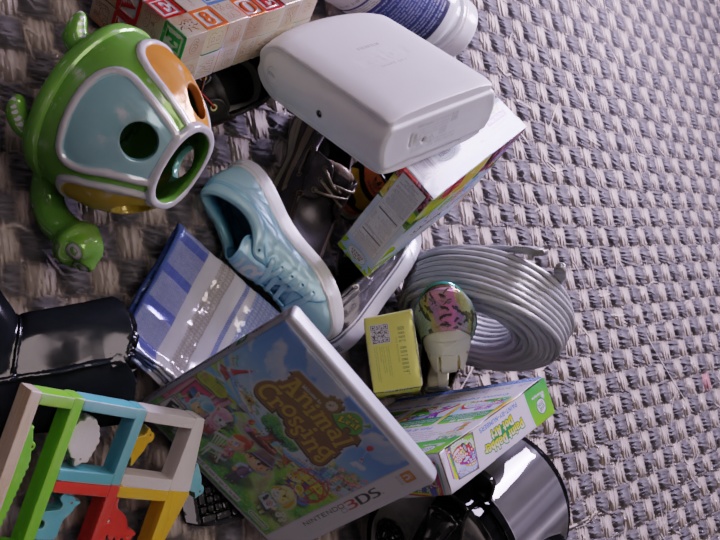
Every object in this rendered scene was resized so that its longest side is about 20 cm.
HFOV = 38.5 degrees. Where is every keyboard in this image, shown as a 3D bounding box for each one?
[{"bbox_3d":[-0.128,0.131,0.968,0.126,0.020,0.202,-5,82,-48],"label":"keyboard"}]

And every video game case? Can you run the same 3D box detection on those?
[{"bbox_3d":[-0.063,0.146,0.892,0.200,0.181,0.022,50,27,-18],"label":"video game case"}]

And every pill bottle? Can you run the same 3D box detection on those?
[{"bbox_3d":[0.048,-0.333,1.239,0.199,0.110,0.112,23,62,-41],"label":"pill bottle"}]

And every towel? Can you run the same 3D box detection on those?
[{"bbox_3d":[-0.127,0.071,0.958,0.200,0.024,0.148,45,48,-27],"label":"towel"}]

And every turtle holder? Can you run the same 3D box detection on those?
[{"bbox_3d":[-0.206,-0.104,0.845,0.131,0.141,0.186,35,70,14],"label":"turtle holder"}]

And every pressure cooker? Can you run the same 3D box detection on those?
[{"bbox_3d":[0.103,0.272,1.058,0.199,0.177,0.178,-22,94,-52],"label":"pressure cooker"}]

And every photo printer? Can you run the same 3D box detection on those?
[{"bbox_3d":[0.009,-0.186,1.019,0.166,0.200,0.070,-25,141,-37],"label":"photo printer"}]

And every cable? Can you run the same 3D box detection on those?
[{"bbox_3d":[0.141,0.047,1.156,0.201,0.198,0.070,59,44,-49],"label":"cable"}]

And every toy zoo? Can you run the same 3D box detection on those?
[{"bbox_3d":[-0.203,0.168,0.825,0.199,0.020,0.133,21,90,-47],"label":"toy zoo"}]

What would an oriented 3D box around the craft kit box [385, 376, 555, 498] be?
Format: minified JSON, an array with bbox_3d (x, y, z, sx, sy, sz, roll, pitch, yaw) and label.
[{"bbox_3d":[0.062,0.169,1.028,0.197,0.199,0.049,-20,93,-48],"label":"craft kit box"}]

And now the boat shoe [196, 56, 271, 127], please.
[{"bbox_3d":[-0.159,-0.173,1.002,0.201,0.063,0.074,-31,103,-46],"label":"boat shoe"}]

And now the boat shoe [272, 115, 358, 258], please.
[{"bbox_3d":[-0.046,-0.095,1.089,0.074,0.073,0.202,27,59,-39],"label":"boat shoe"}]

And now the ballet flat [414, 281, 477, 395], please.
[{"bbox_3d":[0.089,0.087,1.111,0.201,0.068,0.072,91,0,-61],"label":"ballet flat"}]

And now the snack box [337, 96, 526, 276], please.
[{"bbox_3d":[0.077,-0.090,1.093,0.053,0.142,0.200,47,46,5],"label":"snack box"}]

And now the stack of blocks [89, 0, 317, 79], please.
[{"bbox_3d":[-0.147,-0.258,1.003,0.115,0.059,0.200,41,41,14],"label":"stack of blocks"}]

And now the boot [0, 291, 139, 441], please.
[{"bbox_3d":[-0.263,0.037,0.807,0.167,0.076,0.203,-11,93,-45],"label":"boot"}]

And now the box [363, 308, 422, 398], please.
[{"bbox_3d":[0.034,0.089,1.047,0.200,0.049,0.076,71,11,-82],"label":"box"}]

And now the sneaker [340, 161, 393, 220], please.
[{"bbox_3d":[0.047,-0.125,1.187,0.200,0.089,0.070,-44,110,-45],"label":"sneaker"}]

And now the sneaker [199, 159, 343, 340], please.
[{"bbox_3d":[-0.095,-0.007,1.011,0.082,0.074,0.201,-34,91,-47],"label":"sneaker"}]

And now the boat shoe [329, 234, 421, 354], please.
[{"bbox_3d":[0.000,0.000,1.120,0.066,0.070,0.201,52,53,-23],"label":"boat shoe"}]
